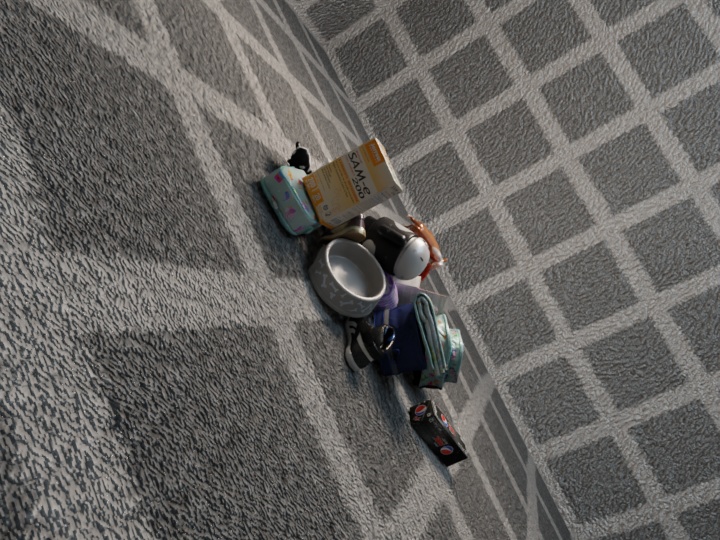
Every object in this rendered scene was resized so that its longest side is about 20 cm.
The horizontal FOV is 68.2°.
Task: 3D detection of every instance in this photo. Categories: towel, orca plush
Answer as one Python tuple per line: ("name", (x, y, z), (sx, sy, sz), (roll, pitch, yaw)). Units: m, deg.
("towel", (0.173, 0.158, 1.334), (0.171, 0.048, 0.201), (45, 34, -81))
("orca plush", (-0.181, -0.282, 1.408), (0.200, 0.071, 0.105), (-140, -147, -68))

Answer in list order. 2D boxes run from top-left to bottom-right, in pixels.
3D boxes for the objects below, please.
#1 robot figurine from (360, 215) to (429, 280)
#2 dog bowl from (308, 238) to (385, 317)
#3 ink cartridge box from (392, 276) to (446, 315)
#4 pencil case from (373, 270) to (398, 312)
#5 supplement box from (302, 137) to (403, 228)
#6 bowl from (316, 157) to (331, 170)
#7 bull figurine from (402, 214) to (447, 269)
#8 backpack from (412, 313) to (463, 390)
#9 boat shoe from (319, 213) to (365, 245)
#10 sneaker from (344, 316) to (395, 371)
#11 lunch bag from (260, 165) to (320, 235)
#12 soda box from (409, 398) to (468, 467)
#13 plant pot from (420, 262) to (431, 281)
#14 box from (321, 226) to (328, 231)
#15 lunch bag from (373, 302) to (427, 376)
("robot figurine", (0.082, -0.061, 1.361), (0.200, 0.125, 0.150), (33, 25, 20))
("dog bowl", (-0.025, 0.010, 1.254), (0.200, 0.059, 0.200), (26, 41, -26))
("ink cartridge box", (0.162, 0.084, 1.581), (0.200, 0.176, 0.045), (91, 15, -60))
("pencil case", (0.058, 0.061, 1.446), (0.086, 0.084, 0.200), (60, -5, 18))
("supplement box", (-0.019, -0.199, 1.232), (0.126, 0.200, 0.074), (67, 14, 14))
("bowl", (-0.076, -0.189, 1.414), (0.201, 0.090, 0.201), (62, 5, -10))
("bull figurine", (0.199, -0.089, 1.676), (0.121, 0.065, 0.200), (43, -11, 48))
("backpack", (0.220, 0.228, 1.546), (0.178, 0.150, 0.200), (-85, 172, -62))
("boat shoe", (-0.042, -0.099, 1.341), (0.072, 0.200, 0.065), (18, 76, -23))
("sneaker", (0.027, 0.146, 1.234), (0.073, 0.112, 0.200), (56, 15, -26))
("lunch bag", (-0.152, -0.160, 1.260), (0.161, 0.077, 0.200), (63, 14, 0))
("soda box", (0.208, 0.432, 1.412), (0.200, 0.071, 0.063), (54, 17, -27))
("plant pot", (0.087, -0.040, 1.678), (0.195, 0.201, 0.201), (59, 12, 26))
("box", (-0.076, -0.145, 1.561), (0.200, 0.049, 0.160), (63, 12, 5))
("lunch bag", (0.093, 0.182, 1.369), (0.200, 0.132, 0.136), (-78, 154, -70))
